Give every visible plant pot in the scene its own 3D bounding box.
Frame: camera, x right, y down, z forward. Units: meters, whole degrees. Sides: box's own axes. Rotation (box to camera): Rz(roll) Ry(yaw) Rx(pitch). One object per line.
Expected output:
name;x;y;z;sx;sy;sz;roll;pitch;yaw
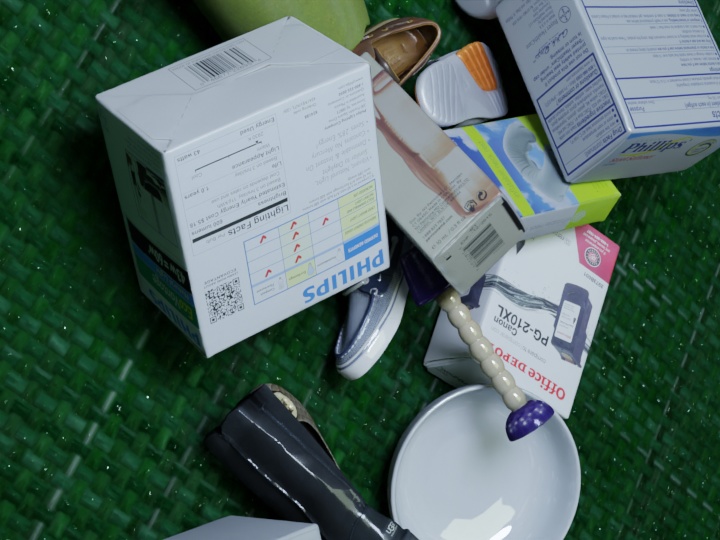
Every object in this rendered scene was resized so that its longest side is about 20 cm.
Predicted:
plant pot;-0.084;-0.273;1.255;0.200;0.199;0.191;-46;123;-30

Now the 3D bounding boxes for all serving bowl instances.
serving bowl;0.112;0.206;1.382;0.197;0.066;0.203;-2;96;-19

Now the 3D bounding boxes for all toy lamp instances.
toy lamp;0.104;0.063;1.318;0.058;0.058;0.201;-32;90;-33

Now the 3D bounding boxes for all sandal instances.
sandal;0.086;-0.179;1.410;0.206;0.059;0.080;-22;96;-60

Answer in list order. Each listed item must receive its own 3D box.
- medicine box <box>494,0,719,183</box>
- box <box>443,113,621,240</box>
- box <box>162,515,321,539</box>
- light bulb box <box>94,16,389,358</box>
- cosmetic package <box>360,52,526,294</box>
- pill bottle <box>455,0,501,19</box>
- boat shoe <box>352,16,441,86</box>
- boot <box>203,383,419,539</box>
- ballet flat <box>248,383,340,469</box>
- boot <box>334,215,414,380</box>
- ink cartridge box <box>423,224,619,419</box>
medicine box;0.257;-0.202;1.389;0.180;0.103;0.202;-8;71;-37
box;0.141;-0.087;1.366;0.198;0.048;0.123;-14;58;-33
box;-0.094;0.320;1.184;0.105;0.152;0.203;-14;93;-35
light bulb box;-0.092;-0.072;1.181;0.197;0.125;0.202;-26;130;-25
cosmetic package;0.048;-0.088;1.269;0.087;0.200;0.103;-43;154;3
pill bottle;0.197;-0.322;1.489;0.198;0.111;0.113;-8;89;-35
boat shoe;0.002;-0.189;1.361;0.200;0.067;0.073;-41;108;-31
boot;-0.065;0.214;1.253;0.200;0.165;0.066;42;35;-4
ballet flat;-0.041;0.190;1.300;0.067;0.046;0.202;-36;106;-33
boot;0.000;0.000;1.344;0.090;0.072;0.202;37;56;-21
ink cartridge box;0.166;0.035;1.442;0.144;0.084;0.202;31;67;-28
